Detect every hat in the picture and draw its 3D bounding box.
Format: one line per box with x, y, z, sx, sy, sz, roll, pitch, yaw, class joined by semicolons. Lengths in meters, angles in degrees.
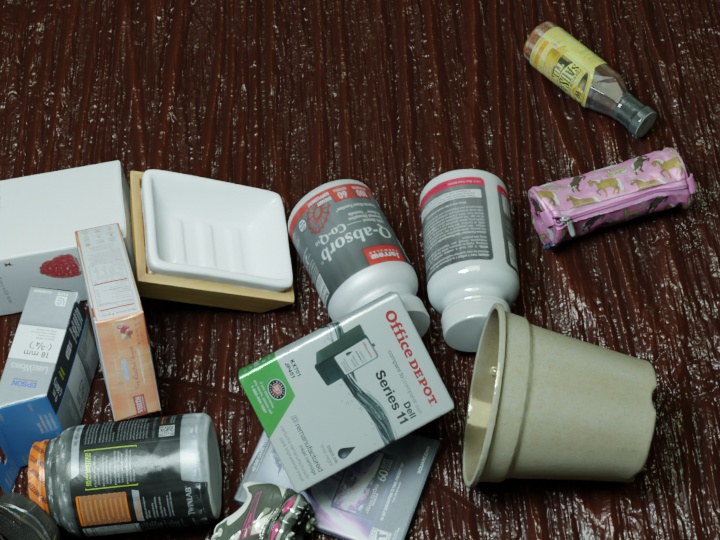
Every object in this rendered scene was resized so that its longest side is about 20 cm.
-0.373;0.291;1.545;0.199;0.202;0.081;18;38;16;hat

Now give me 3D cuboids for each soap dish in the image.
-0.184;-0.031;1.743;0.198;0.081;0.159;9;53;-27;soap dish

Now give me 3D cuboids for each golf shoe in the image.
-0.127;0.320;1.560;0.087;0.078;0.201;19;59;23;golf shoe

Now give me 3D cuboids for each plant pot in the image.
0.219;0.150;1.584;0.181;0.201;0.202;10;58;-3;plant pot

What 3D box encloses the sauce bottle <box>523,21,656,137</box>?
0.299;-0.247;1.889;0.066;0.066;0.200;-37;60;-18;sauce bottle

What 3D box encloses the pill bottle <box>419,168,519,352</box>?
0.130;-0.010;1.725;0.109;0.111;0.202;-5;57;2;pill bottle

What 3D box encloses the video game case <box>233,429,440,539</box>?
-0.026;0.228;1.642;0.198;0.019;0.144;16;60;14;video game case

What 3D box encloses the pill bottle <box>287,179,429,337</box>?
0.000;0.000;1.727;0.115;0.116;0.201;-23;58;-10;pill bottle

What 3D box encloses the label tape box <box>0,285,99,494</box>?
-0.359;0.142;1.651;0.062;0.145;0.202;7;58;7;label tape box

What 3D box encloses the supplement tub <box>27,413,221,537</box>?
-0.257;0.226;1.600;0.197;0.123;0.124;-5;57;1;supplement tub

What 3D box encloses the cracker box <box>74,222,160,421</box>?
-0.275;0.055;1.642;0.057;0.135;0.201;-11;34;-11;cracker box

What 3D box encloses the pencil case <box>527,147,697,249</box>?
0.306;-0.089;1.778;0.198;0.083;0.087;-17;56;-7;pencil case

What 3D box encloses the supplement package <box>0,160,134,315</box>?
-0.375;-0.038;1.781;0.198;0.122;0.121;-11;57;-1;supplement package

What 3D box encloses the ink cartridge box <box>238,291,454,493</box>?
-0.015;0.130;1.593;0.199;0.083;0.148;-28;91;-3;ink cartridge box
